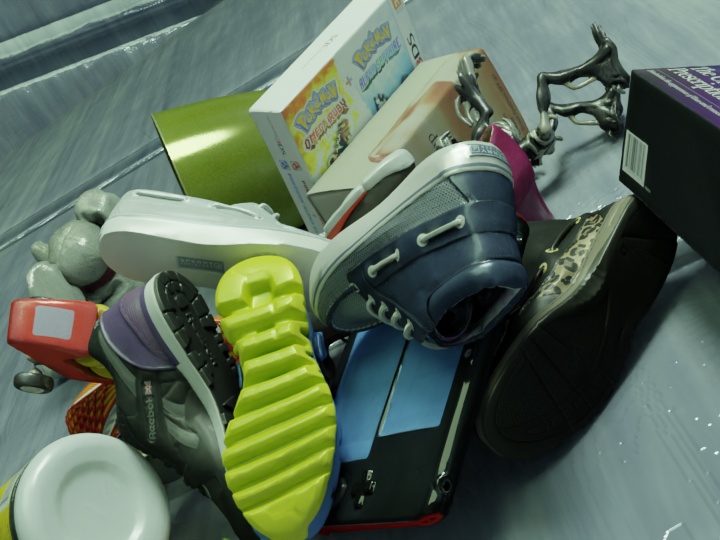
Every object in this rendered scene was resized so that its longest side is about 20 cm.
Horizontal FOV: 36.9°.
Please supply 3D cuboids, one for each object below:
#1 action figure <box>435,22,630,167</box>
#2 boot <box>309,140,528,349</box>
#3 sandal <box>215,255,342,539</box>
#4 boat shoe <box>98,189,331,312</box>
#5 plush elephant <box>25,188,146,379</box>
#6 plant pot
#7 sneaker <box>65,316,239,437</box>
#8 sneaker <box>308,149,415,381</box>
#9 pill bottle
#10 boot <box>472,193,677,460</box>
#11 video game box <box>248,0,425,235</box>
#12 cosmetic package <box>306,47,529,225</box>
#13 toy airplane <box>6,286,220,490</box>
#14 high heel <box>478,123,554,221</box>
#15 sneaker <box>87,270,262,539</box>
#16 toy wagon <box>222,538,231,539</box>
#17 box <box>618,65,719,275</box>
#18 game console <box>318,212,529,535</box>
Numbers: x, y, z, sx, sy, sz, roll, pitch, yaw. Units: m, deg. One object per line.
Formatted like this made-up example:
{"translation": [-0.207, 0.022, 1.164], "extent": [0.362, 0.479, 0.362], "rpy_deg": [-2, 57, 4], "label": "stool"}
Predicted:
{"translation": [0.125, -0.121, 0.908], "extent": [0.198, 0.119, 0.103], "rpy_deg": [-29, 54, 1], "label": "action figure"}
{"translation": [0.027, 0.013, 0.651], "extent": [0.200, 0.072, 0.092], "rpy_deg": [-48, 42, 51], "label": "boot"}
{"translation": [-0.048, 0.090, 0.718], "extent": [0.078, 0.087, 0.202], "rpy_deg": [-12, 53, 8], "label": "sandal"}
{"translation": [-0.090, -0.021, 0.798], "extent": [0.197, 0.073, 0.069], "rpy_deg": [5, 48, 5], "label": "boat shoe"}
{"translation": [-0.302, 0.010, 1.197], "extent": [0.198, 0.156, 0.165], "rpy_deg": [-10, 35, 46], "label": "plush elephant"}
{"translation": [-0.096, -0.115, 1.154], "extent": [0.198, 0.189, 0.187], "rpy_deg": [-23, 22, -8], "label": "plant pot"}
{"translation": [-0.191, 0.092, 1.009], "extent": [0.198, 0.074, 0.077], "rpy_deg": [-27, 15, 15], "label": "sneaker"}
{"translation": [0.000, 0.000, 0.852], "extent": [0.201, 0.081, 0.077], "rpy_deg": [-58, -2, 19], "label": "sneaker"}
{"translation": [-0.226, 0.202, 0.774], "extent": [0.200, 0.112, 0.113], "rpy_deg": [-39, 16, 42], "label": "pill bottle"}
{"translation": [0.104, 0.032, 0.710], "extent": [0.201, 0.073, 0.150], "rpy_deg": [-54, 25, -21], "label": "boot"}
{"translation": [0.001, -0.135, 1.014], "extent": [0.046, 0.183, 0.201], "rpy_deg": [7, 48, 40], "label": "video game box"}
{"translation": [0.056, -0.097, 0.971], "extent": [0.087, 0.104, 0.201], "rpy_deg": [-3, 41, 49], "label": "cosmetic package"}
{"translation": [-0.156, 0.068, 0.850], "extent": [0.140, 0.202, 0.199], "rpy_deg": [-15, 18, 44], "label": "toy airplane"}
{"translation": [0.063, -0.016, 0.822], "extent": [0.200, 0.096, 0.067], "rpy_deg": [-41, 24, -11], "label": "high heel"}
{"translation": [-0.119, 0.108, 0.752], "extent": [0.087, 0.202, 0.076], "rpy_deg": [-30, -8, 19], "label": "sneaker"}
{"translation": [-0.122, 0.239, 0.682], "extent": [0.155, 0.040, 0.199], "rpy_deg": [-47, 26, -23], "label": "toy wagon"}
{"translation": [0.246, -0.056, 0.598], "extent": [0.139, 0.080, 0.201], "rpy_deg": [-2, 24, -8], "label": "box"}
{"translation": [0.028, 0.069, 0.690], "extent": [0.176, 0.031, 0.202], "rpy_deg": [-30, 36, 59], "label": "game console"}
